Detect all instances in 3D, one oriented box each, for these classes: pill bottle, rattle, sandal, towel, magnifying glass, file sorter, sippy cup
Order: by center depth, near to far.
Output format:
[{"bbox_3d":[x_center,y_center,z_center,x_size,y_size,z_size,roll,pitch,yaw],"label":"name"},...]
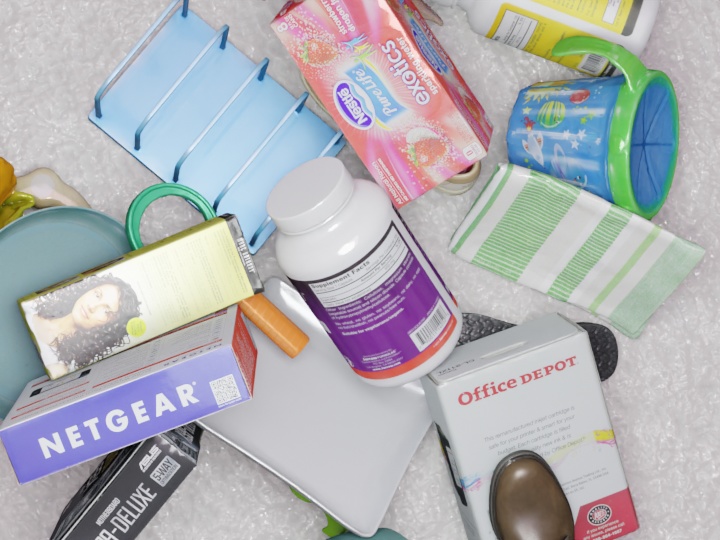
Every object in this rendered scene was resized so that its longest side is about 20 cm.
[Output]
[{"bbox_3d":[0.000,0.000,1.672,0.112,0.112,0.200,-39,122,-8],"label":"pill bottle"},{"bbox_3d":[-0.270,0.000,1.697,0.130,0.143,0.201,-20,81,-26],"label":"rattle"},{"bbox_3d":[-0.124,0.003,1.700,0.200,0.022,0.080,43,72,-9],"label":"magnifying glass"},{"bbox_3d":[-0.126,-0.134,1.730,0.200,0.123,0.139,40,82,-2],"label":"file sorter"},{"bbox_3d":[0.192,-0.018,1.750,0.199,0.153,0.023,26,53,-3],"label":"towel"},{"bbox_3d":[0.208,-0.119,1.756,0.130,0.140,0.179,7,92,27],"label":"sippy cup"},{"bbox_3d":[0.169,-0.257,1.780,0.199,0.112,0.113,20,83,-5],"label":"pill bottle"},{"bbox_3d":[0.141,0.080,1.785,0.200,0.048,0.076,4,88,-20],"label":"sandal"}]

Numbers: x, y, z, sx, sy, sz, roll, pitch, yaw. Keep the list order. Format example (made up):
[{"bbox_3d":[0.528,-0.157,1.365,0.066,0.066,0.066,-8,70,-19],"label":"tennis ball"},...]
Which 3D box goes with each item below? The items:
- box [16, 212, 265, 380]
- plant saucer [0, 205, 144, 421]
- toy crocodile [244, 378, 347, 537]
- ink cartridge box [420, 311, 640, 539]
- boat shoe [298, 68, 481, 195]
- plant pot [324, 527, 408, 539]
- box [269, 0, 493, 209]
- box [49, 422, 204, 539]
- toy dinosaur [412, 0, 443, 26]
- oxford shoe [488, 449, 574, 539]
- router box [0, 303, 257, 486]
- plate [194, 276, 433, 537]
[{"bbox_3d":[-0.187,0.021,1.645,0.199,0.050,0.076,-24,99,-13],"label":"box"},{"bbox_3d":[-0.267,0.040,1.679,0.199,0.027,0.201,-10,108,-31],"label":"plant saucer"},{"bbox_3d":[-0.070,0.156,1.745,0.200,0.062,0.068,43,43,1],"label":"toy crocodile"},{"bbox_3d":[0.150,0.156,1.728,0.145,0.083,0.201,-19,106,-8],"label":"ink cartridge box"},{"bbox_3d":[0.033,-0.147,1.776,0.200,0.069,0.074,35,82,-3],"label":"boat shoe"},{"bbox_3d":[-0.002,0.321,1.675,0.161,0.201,0.201,-37,90,-20],"label":"plant pot"},{"bbox_3d":[0.020,-0.169,1.682,0.102,0.095,0.200,-30,103,17],"label":"box"},{"bbox_3d":[-0.200,0.186,1.640,0.050,0.200,0.158,39,96,-7],"label":"box"},{"bbox_3d":[-0.011,-0.291,1.757,0.199,0.086,0.136,22,98,13],"label":"toy dinosaur"},{"bbox_3d":[0.164,0.251,1.667,0.072,0.084,0.201,-18,106,-7],"label":"oxford shoe"},{"bbox_3d":[-0.187,0.098,1.579,0.199,0.180,0.049,-20,99,2],"label":"router box"},{"bbox_3d":[-0.042,0.124,1.719,0.199,0.032,0.200,35,43,-3],"label":"plate"}]
